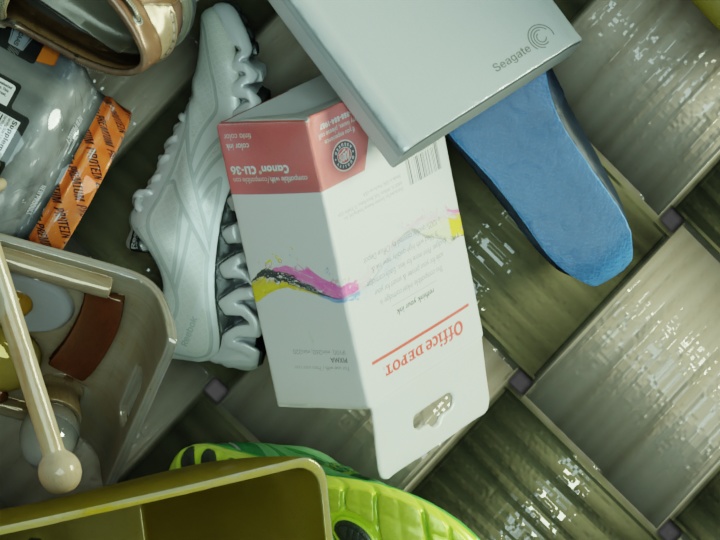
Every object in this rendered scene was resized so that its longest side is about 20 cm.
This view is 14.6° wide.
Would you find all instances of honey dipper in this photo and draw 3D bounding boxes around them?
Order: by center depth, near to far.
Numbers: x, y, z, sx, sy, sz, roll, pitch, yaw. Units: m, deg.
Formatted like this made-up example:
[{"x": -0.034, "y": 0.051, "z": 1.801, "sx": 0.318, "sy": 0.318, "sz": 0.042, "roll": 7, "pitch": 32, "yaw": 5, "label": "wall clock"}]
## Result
[{"x": -0.178, "y": 0.016, "z": 1.415, "sx": 0.038, "sy": 0.038, "sz": 0.201, "roll": -18, "pitch": 95, "yaw": -7, "label": "honey dipper"}]

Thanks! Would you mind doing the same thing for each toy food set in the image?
[{"x": -0.208, "y": 0.046, "z": 1.485, "sx": 0.199, "sy": 0.144, "sz": 0.061, "roll": 16, "pitch": 49, "yaw": -10, "label": "toy food set"}]

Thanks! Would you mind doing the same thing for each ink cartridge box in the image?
[{"x": 0.000, "y": 0.000, "z": 1.515, "sx": 0.116, "sy": 0.067, "sz": 0.201, "roll": -28, "pitch": 112, "yaw": -49, "label": "ink cartridge box"}]

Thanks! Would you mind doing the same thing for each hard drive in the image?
[{"x": 0.008, "y": -0.167, "z": 1.479, "sx": 0.132, "sy": 0.027, "sz": 0.200, "roll": -33, "pitch": 83, "yaw": -28, "label": "hard drive"}]

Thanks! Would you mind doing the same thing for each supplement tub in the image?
[{"x": -0.229, "y": -0.090, "z": 1.483, "sx": 0.199, "sy": 0.123, "sz": 0.123, "roll": 30, "pitch": 90, "yaw": -10, "label": "supplement tub"}]

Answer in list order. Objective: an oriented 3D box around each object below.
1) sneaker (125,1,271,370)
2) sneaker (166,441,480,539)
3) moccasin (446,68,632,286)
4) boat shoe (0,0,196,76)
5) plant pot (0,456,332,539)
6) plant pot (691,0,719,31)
[{"x": -0.088, "y": -0.046, "z": 1.536, "sx": 0.081, "sy": 0.075, "sz": 0.201, "roll": 2, "pitch": 92, "yaw": 3, "label": "sneaker"}, {"x": -0.008, "y": 0.132, "z": 1.520, "sx": 0.199, "sy": 0.083, "sz": 0.074, "roll": 21, "pitch": 109, "yaw": 24, "label": "sneaker"}, {"x": 0.079, "y": -0.079, "z": 1.559, "sx": 0.080, "sy": 0.068, "sz": 0.201, "roll": -26, "pitch": 96, "yaw": 2, "label": "moccasin"}, {"x": -0.180, "y": -0.165, "z": 1.447, "sx": 0.199, "sy": 0.072, "sz": 0.076, "roll": 26, "pitch": 126, "yaw": -3, "label": "boat shoe"}, {"x": -0.134, "y": 0.199, "z": 1.447, "sx": 0.199, "sy": 0.176, "sz": 0.201, "roll": -11, "pitch": 100, "yaw": -26, "label": "plant pot"}, {"x": 0.221, "y": -0.221, "z": 1.522, "sx": 0.142, "sy": 0.200, "sz": 0.201, "roll": 31, "pitch": 89, "yaw": 15, "label": "plant pot"}]
